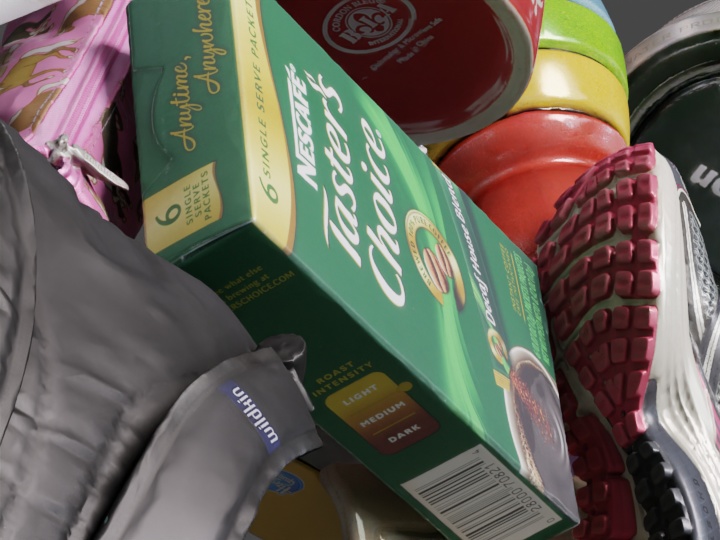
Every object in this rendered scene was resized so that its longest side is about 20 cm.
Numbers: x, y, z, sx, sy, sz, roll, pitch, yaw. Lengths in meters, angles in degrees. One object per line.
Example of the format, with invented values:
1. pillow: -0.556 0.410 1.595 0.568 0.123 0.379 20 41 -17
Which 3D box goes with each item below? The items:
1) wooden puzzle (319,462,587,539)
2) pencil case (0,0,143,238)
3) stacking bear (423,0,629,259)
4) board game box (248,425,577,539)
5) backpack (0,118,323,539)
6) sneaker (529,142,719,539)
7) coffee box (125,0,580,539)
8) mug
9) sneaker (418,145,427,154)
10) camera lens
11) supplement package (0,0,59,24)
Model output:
1. wooden puzzle: 0.062 0.166 0.975 0.184 0.037 0.201 8 64 -49
2. pencil case: -0.098 -0.040 0.918 0.200 0.086 0.083 -74 145 -60
3. stacking bear: 0.064 -0.055 1.115 0.122 0.113 0.201 88 -10 -54
4. board game box: 0.010 0.054 1.049 0.200 0.040 0.154 34 34 -38
5. backpack: -0.108 0.065 0.745 0.166 0.127 0.201 33 34 -17
6. sneaker: 0.109 0.052 0.994 0.074 0.080 0.201 7 66 -36
7. coffee box: 0.000 0.000 0.915 0.200 0.044 0.123 44 28 -40
8. mug: 0.019 -0.169 1.023 0.132 0.178 0.201 8 55 0
9. sneaker: -0.042 -0.115 1.100 0.086 0.075 0.201 17 34 -43
10. camera lens: 0.185 -0.047 1.303 0.160 0.160 0.200 55 15 -1
11. supplement package: -0.151 -0.183 0.816 0.146 0.201 0.191 22 23 14
